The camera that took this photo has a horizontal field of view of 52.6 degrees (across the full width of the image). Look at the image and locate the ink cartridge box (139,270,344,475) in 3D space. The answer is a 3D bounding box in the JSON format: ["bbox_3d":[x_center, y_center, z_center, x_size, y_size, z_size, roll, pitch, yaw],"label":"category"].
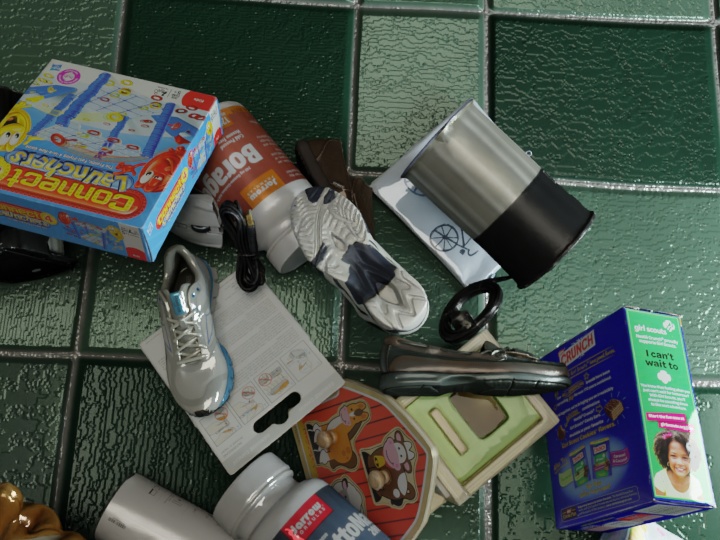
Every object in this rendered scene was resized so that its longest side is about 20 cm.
[{"bbox_3d":[-0.136,0.111,0.839,0.163,0.057,0.200,-38,69,-11],"label":"ink cartridge box"}]

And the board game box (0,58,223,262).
[{"bbox_3d":[-0.275,-0.122,0.767,0.200,0.056,0.196,14,54,5],"label":"board game box"}]

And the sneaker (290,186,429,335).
[{"bbox_3d":[0.000,0.000,0.823,0.199,0.130,0.079,41,80,16],"label":"sneaker"}]

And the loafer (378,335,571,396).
[{"bbox_3d":[0.118,0.095,0.757,0.200,0.072,0.063,0,67,-4],"label":"loafer"}]

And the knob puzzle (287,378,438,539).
[{"bbox_3d":[0.001,0.214,0.781,0.030,0.220,0.220,-4,72,-46],"label":"knob puzzle"}]

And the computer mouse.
[{"bbox_3d":[-0.192,-0.055,0.856,0.200,0.110,0.044,27,49,36],"label":"computer mouse"}]

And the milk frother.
[{"bbox_3d":[0.118,-0.047,0.825,0.188,0.181,0.200,43,74,2],"label":"milk frother"}]

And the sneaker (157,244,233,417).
[{"bbox_3d":[-0.193,0.061,0.800,0.075,0.087,0.200,-16,63,-1],"label":"sneaker"}]

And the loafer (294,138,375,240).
[{"bbox_3d":[-0.013,-0.084,0.900,0.071,0.073,0.200,-25,81,-10],"label":"loafer"}]

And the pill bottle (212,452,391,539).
[{"bbox_3d":[-0.048,0.283,0.734,0.200,0.120,0.120,37,78,17],"label":"pill bottle"}]

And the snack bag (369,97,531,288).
[{"bbox_3d":[0.144,-0.098,0.937,0.189,0.021,0.200,-42,84,-10],"label":"snack bag"}]

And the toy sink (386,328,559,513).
[{"bbox_3d":[0.098,0.181,0.821,0.200,0.112,0.130,-36,80,-9],"label":"toy sink"}]

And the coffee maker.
[{"bbox_3d":[-0.417,-0.102,0.831,0.135,0.192,0.200,-10,78,-8],"label":"coffee maker"}]

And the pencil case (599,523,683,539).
[{"bbox_3d":[0.360,0.343,0.802,0.200,0.091,0.083,30,77,5],"label":"pencil case"}]

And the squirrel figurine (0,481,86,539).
[{"bbox_3d":[-0.288,0.326,0.742,0.187,0.200,0.142,14,57,-2],"label":"squirrel figurine"}]

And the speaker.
[{"bbox_3d":[-0.182,0.304,0.798,0.200,0.081,0.081,27,77,3],"label":"speaker"}]

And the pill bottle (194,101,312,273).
[{"bbox_3d":[-0.127,-0.098,0.880,0.112,0.112,0.200,-39,81,-10],"label":"pill bottle"}]

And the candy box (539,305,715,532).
[{"bbox_3d":[0.273,0.163,0.778,0.077,0.169,0.200,10,61,-16],"label":"candy box"}]
